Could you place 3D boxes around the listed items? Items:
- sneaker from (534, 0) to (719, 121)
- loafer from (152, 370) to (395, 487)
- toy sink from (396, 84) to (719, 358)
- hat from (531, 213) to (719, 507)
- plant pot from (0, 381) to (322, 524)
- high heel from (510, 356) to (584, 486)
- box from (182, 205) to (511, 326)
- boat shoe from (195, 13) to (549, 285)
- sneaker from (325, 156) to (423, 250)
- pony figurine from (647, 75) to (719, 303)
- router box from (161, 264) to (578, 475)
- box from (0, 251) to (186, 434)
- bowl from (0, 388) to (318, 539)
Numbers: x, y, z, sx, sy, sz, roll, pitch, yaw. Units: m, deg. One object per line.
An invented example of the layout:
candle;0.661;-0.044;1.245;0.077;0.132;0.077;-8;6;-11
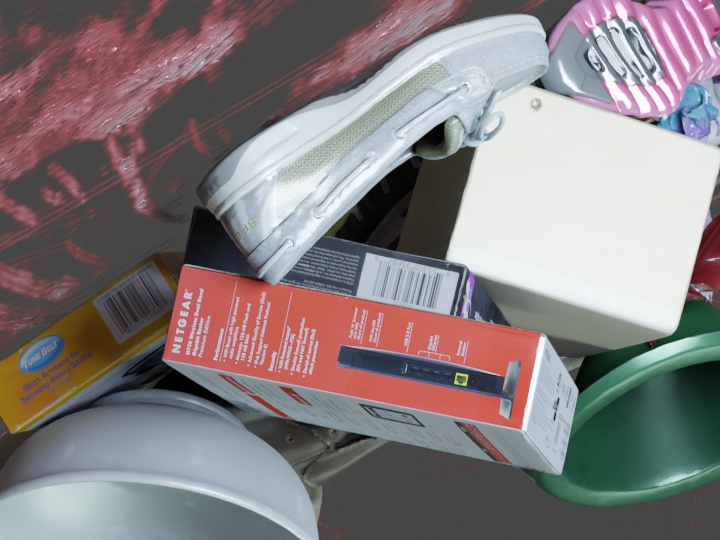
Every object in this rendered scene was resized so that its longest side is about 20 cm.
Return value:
sneaker;0.138;-0.114;1.677;0.095;0.079;0.200;-24;178;33
loafer;-0.018;0.080;1.675;0.199;0.071;0.073;-8;-151;2
toy sink;0.097;-0.028;1.619;0.200;0.130;0.113;151;-44;-78
hat;0.162;0.022;1.750;0.199;0.177;0.166;4;140;-36
plant pot;-0.102;0.138;1.764;0.134;0.201;0.200;-38;172;18
high heel;0.085;0.015;1.776;0.071;0.142;0.200;-36;-156;45
box;-0.002;0.015;1.554;0.200;0.142;0.036;41;62;-76
boat shoe;0.015;-0.062;1.439;0.202;0.065;0.074;-29;172;-30
sneaker;0.000;0.000;1.774;0.200;0.078;0.090;-36;175;18
pony figurine;0.205;-0.098;1.856;0.200;0.167;0.193;-31;142;13
router box;0.010;0.052;1.487;0.200;0.179;0.049;49;53;-77
box;-0.122;0.036;1.618;0.119;0.042;0.200;-34;176;9
bowl;-0.110;0.127;1.595;0.200;0.091;0.201;3;144;2
